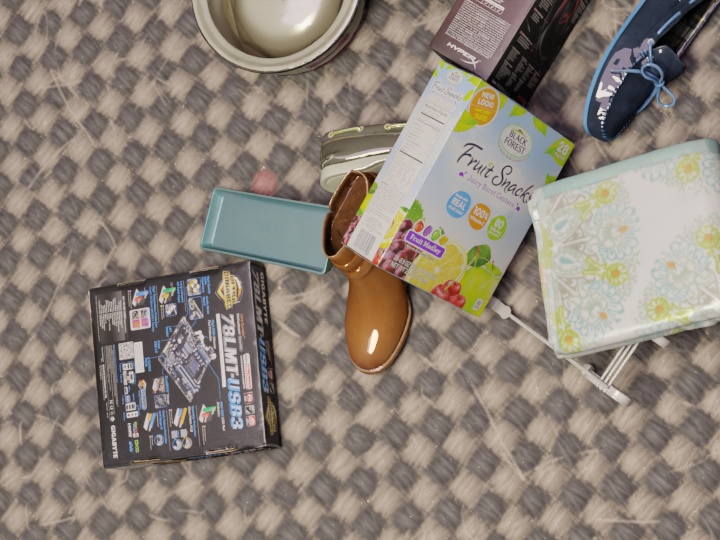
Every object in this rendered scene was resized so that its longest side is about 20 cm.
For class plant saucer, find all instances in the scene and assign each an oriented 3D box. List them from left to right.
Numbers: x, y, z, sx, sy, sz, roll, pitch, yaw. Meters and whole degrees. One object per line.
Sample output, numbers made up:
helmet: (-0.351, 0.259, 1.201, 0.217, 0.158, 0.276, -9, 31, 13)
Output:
plant saucer: (-0.094, -0.042, 1.643, 0.199, 0.019, 0.071, 12, 86, 43)

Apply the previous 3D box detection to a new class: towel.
towel: (0.256, -0.018, 1.464, 0.198, 0.048, 0.173, -17, 71, 30)

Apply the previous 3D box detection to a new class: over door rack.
over door rack: (0.231, 0.023, 1.539, 0.199, 0.066, 0.149, 37, 96, 34)

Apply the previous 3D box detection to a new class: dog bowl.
dog bowl: (-0.079, -0.302, 1.679, 0.198, 0.074, 0.203, -3, 81, 19)

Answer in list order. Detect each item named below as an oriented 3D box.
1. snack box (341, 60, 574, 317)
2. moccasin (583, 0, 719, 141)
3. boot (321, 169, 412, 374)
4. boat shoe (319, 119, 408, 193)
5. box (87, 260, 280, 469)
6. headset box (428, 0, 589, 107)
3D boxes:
snack box: (0.097, -0.076, 1.515, 0.067, 0.168, 0.201, 31, 94, 44)
moccasin: (0.289, -0.215, 1.532, 0.068, 0.080, 0.201, 31, 95, 32)
boot: (0.000, 0.000, 1.568, 0.073, 0.155, 0.203, 6, 85, 20)
boat shoe: (0.054, -0.128, 1.610, 0.199, 0.072, 0.061, -9, 66, 10)
box: (-0.190, 0.104, 1.680, 0.196, 0.050, 0.202, -10, 80, 17)
headset box: (0.167, -0.272, 1.548, 0.075, 0.148, 0.201, 33, 96, 20)
